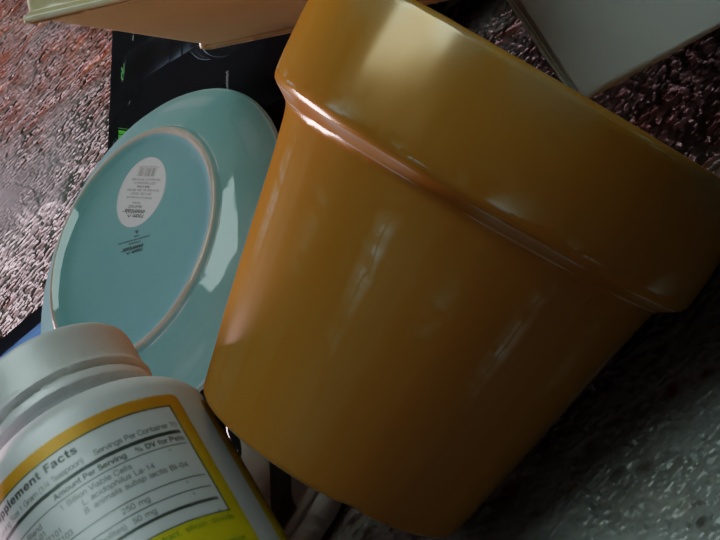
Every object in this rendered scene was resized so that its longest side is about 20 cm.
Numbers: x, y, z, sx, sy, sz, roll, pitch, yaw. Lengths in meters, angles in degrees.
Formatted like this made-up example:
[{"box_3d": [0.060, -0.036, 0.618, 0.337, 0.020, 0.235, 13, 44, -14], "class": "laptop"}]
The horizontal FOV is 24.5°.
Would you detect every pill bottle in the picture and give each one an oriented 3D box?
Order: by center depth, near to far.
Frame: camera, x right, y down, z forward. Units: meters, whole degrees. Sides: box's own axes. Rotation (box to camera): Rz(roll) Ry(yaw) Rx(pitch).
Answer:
[{"box_3d": [-0.085, 0.121, 0.669, 0.109, 0.109, 0.200, -40, 62, 12], "class": "pill bottle"}]

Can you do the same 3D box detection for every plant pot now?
[{"box_3d": [0.030, 0.001, 0.692, 0.184, 0.199, 0.200, -60, 26, 7], "class": "plant pot"}]

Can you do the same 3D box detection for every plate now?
[{"box_3d": [-0.117, -0.011, 0.898, 0.200, 0.026, 0.201, -23, 55, 37], "class": "plate"}]

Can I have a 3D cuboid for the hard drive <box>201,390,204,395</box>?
[{"box_3d": [-0.157, 0.096, 0.924, 0.201, 0.033, 0.139, -56, 40, 0], "class": "hard drive"}]

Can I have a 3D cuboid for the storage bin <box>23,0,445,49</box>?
[{"box_3d": [-0.036, -0.172, 0.777, 0.197, 0.094, 0.200, -9, 0, 19], "class": "storage bin"}]

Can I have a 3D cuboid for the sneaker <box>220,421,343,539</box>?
[{"box_3d": [-0.085, 0.148, 0.762, 0.074, 0.080, 0.201, -4, 51, 51], "class": "sneaker"}]

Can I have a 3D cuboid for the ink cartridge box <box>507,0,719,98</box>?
[{"box_3d": [0.160, -0.175, 0.774, 0.145, 0.084, 0.200, -28, 13, 32], "class": "ink cartridge box"}]

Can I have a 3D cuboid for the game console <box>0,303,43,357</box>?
[{"box_3d": [-0.175, 0.081, 0.998, 0.200, 0.031, 0.177, -37, 38, 24], "class": "game console"}]

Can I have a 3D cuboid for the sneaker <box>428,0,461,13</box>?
[{"box_3d": [0.013, -0.162, 1.060, 0.200, 0.074, 0.080, -26, 48, 41], "class": "sneaker"}]

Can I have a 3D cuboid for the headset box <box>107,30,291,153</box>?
[{"box_3d": [-0.062, -0.130, 0.993, 0.199, 0.093, 0.175, -26, 53, 35], "class": "headset box"}]
